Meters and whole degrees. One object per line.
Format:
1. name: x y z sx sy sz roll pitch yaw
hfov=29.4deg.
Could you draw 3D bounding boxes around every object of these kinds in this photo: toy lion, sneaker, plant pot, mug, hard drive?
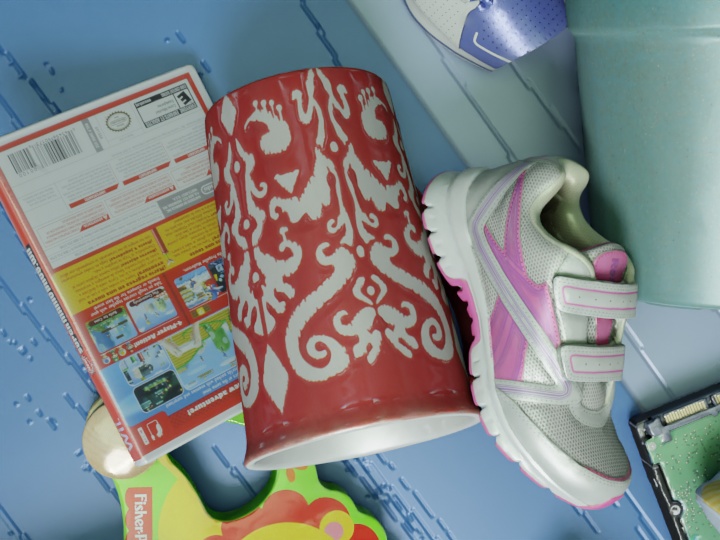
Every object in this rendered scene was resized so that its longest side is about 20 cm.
1. toy lion: -0.069 0.170 0.828 0.191 0.069 0.200 -1 92 -9
2. sneaker: 0.042 -0.206 0.785 0.081 0.115 0.200 -38 93 1
3. sneaker: 0.104 0.026 0.726 0.088 0.081 0.200 -26 80 35
4. plant pot: 0.206 -0.087 0.766 0.200 0.200 0.197 -2 100 -2
5. mug: -0.011 0.003 0.786 0.133 0.178 0.200 -16 77 15
6. hard drive: 0.264 0.160 0.846 0.140 0.038 0.200 -22 94 -1

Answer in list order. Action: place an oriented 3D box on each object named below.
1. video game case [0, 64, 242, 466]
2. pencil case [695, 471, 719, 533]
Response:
1. video game case: -0.114 -0.008 0.799 0.143 0.017 0.200 -27 89 -30
2. pencil case: 0.285 0.097 0.782 0.200 0.091 0.083 -40 53 -2
